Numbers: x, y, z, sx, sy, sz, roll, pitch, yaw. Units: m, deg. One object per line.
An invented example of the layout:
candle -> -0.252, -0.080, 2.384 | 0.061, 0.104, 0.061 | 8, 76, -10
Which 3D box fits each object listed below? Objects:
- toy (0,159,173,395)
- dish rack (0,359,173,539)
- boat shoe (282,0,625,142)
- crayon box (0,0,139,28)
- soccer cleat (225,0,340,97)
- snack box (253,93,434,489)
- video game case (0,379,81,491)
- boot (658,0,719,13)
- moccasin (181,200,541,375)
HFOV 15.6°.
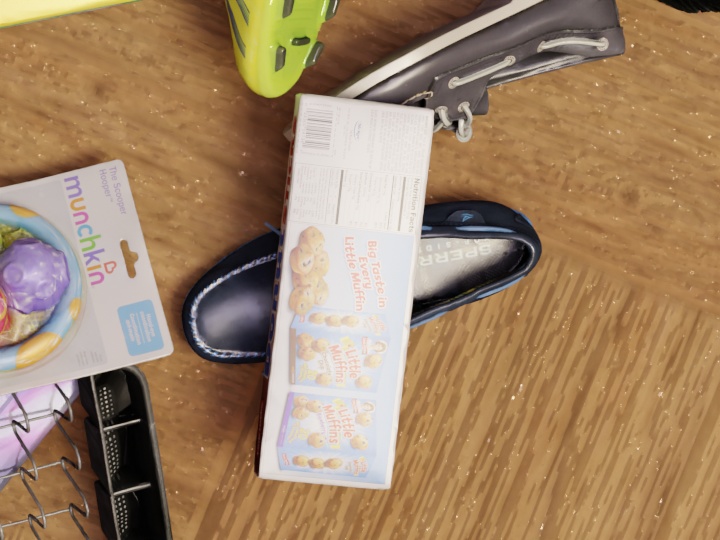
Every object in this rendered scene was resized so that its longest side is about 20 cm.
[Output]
toy -> -0.206, 0.009, 1.341 | 0.199, 0.047, 0.115 | -15, 69, -6
dish rack -> -0.203, 0.132, 1.373 | 0.199, 0.055, 0.154 | -14, 108, -19
boat shoe -> 0.055, -0.102, 1.415 | 0.200, 0.073, 0.063 | -29, 98, -12
crayon box -> -0.171, -0.217, 1.360 | 0.199, 0.058, 0.173 | -12, 100, -12
soccer cleat -> -0.057, -0.189, 1.340 | 0.083, 0.065, 0.201 | 8, 110, 26
snack box -> -0.009, 0.011, 1.367 | 0.072, 0.024, 0.201 | 6, 94, -10
video game case -> -0.239, 0.064, 1.397 | 0.143, 0.019, 0.200 | 39, 86, -13
boot -> 0.206, -0.220, 1.371 | 0.076, 0.200, 0.168 | 27, 92, -8
moccasin -> 0.000, 0.000, 1.413 | 0.199, 0.068, 0.081 | -20, 101, -6
